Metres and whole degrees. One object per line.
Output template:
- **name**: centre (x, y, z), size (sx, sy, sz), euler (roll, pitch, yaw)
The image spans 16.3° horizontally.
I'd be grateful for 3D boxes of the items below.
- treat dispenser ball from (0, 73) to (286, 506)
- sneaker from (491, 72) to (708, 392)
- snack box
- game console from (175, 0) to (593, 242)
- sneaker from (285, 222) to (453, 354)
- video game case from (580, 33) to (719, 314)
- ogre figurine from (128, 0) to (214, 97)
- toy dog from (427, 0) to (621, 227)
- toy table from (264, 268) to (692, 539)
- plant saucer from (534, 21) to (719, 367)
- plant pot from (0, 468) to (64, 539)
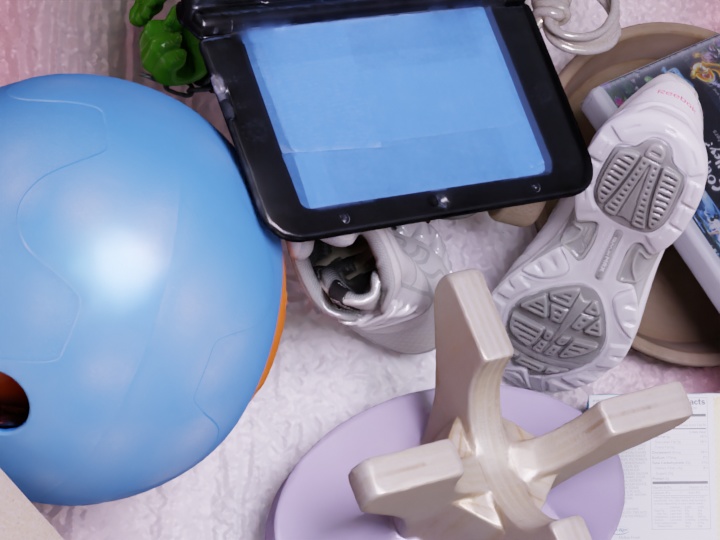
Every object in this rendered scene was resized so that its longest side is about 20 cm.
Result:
- **treat dispenser ball**: centre (-0.134, 0.009, 1.173), size (0.200, 0.201, 0.202), euler (6, 75, -23)
- **sneaker**: centre (0.132, -0.019, 1.322), size (0.078, 0.200, 0.099), euler (32, 36, 0)
- **snack box**: centre (0.222, 0.124, 1.347), size (0.199, 0.037, 0.117), euler (-1, 76, 5)
- **game console**: centre (0.028, -0.127, 1.176), size (0.199, 0.176, 0.116), euler (-10, 39, -36)
- **sneaker**: centre (0.000, 0.000, 1.257), size (0.075, 0.200, 0.081), euler (-23, 55, 11)
- **video game case**: centre (0.244, -0.045, 1.396), size (0.181, 0.023, 0.200), euler (-24, 74, -32)
- **ogre figurine**: centre (-0.053, -0.165, 1.304), size (0.120, 0.098, 0.200), euler (20, 32, -21)
- **toy dog**: centre (0.049, -0.096, 1.357), size (0.132, 0.096, 0.200), euler (31, 53, -8)
- **toy table**: centre (0.062, 0.105, 1.250), size (0.200, 0.117, 0.184), euler (-25, 76, -29)
- **plant saucer**: centre (0.180, -0.042, 1.421), size (0.199, 0.029, 0.201), euler (5, 76, -22)
- **plant pot**: centre (-0.238, 0.156, 1.101), size (0.200, 0.200, 0.177), euler (48, 59, -7)
